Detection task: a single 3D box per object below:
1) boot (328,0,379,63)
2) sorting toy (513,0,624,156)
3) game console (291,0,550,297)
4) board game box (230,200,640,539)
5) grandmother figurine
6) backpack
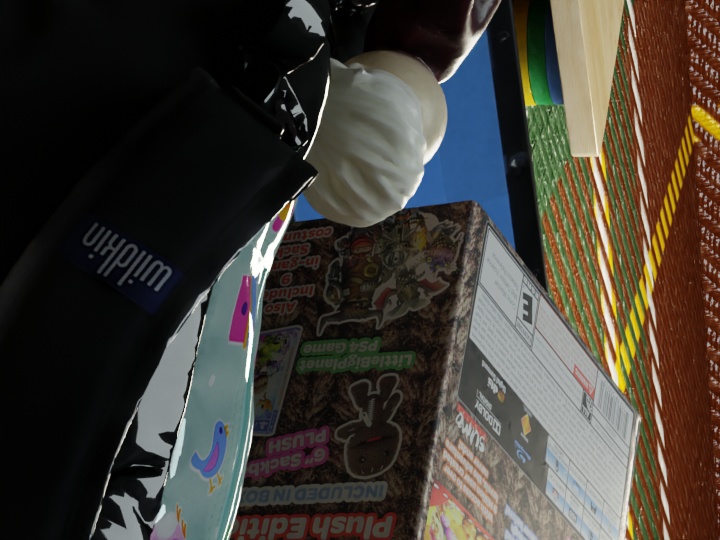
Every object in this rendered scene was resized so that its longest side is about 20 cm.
[{"bbox_3d":[-0.060,-0.108,0.876,0.165,0.066,0.200,50,37,3],"label":"boot"},{"bbox_3d":[0.118,-0.208,1.671,0.199,0.069,0.200,-76,160,-50],"label":"sorting toy"},{"bbox_3d":[0.000,0.000,1.015,0.171,0.118,0.200,-74,158,-54],"label":"game console"},{"bbox_3d":[0.017,0.103,0.926,0.159,0.097,0.200,50,43,-47],"label":"board game box"},{"bbox_3d":[0.036,-0.100,0.843,0.200,0.061,0.121,-60,175,-23],"label":"grandmother figurine"},{"bbox_3d":[-0.089,0.035,0.549,0.127,0.167,0.200,56,41,-72],"label":"backpack"}]
